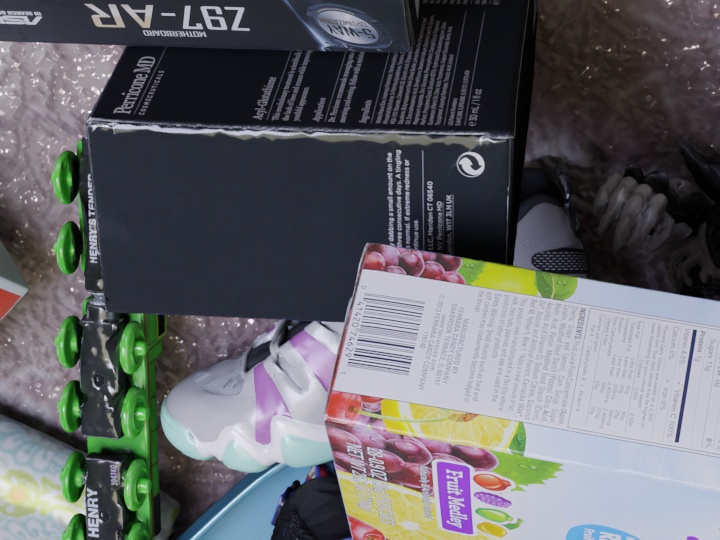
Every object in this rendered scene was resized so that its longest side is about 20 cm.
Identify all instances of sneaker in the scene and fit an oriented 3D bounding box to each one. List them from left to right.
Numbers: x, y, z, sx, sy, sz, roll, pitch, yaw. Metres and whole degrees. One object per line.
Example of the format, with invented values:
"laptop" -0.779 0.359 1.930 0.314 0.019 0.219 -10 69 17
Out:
"sneaker" 0.000 0.000 0.869 0.198 0.078 0.141 -13 114 4

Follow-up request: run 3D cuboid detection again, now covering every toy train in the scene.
"toy train" -0.104 0.036 0.890 0.041 0.056 0.202 5 107 15

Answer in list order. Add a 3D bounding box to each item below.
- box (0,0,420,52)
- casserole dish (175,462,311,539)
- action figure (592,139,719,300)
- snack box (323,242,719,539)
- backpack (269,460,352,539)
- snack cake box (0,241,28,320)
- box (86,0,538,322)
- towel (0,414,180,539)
"box" -0.053 -0.177 0.720 0.159 0.202 0.044 1 161 7
"casserole dish" -0.044 0.156 0.947 0.200 0.039 0.121 -44 113 8
"action figure" 0.124 0.022 0.801 0.200 0.102 0.119 -41 82 -4
"snack box" 0.096 0.070 0.676 0.198 0.068 0.169 8 155 10
"backpack" 0.033 0.197 0.869 0.181 0.135 0.202 8 100 -18
"snack cake box" -0.250 0.040 0.867 0.200 0.067 0.115 -44 148 11
"box" -0.008 -0.064 0.758 0.140 0.200 0.079 5 121 6
"towel" -0.198 0.149 0.987 0.170 0.048 0.201 24 118 -8
